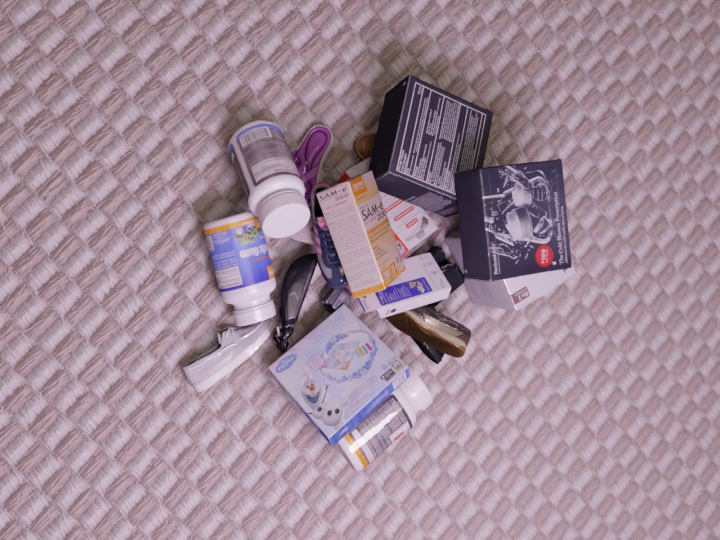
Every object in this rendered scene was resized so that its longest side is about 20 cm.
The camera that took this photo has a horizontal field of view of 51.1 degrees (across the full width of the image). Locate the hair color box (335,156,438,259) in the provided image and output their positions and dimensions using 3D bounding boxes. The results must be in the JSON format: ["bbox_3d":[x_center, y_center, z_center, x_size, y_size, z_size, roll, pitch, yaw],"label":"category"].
[{"bbox_3d":[0.051,-0.124,1.507,0.201,0.064,0.110,50,47,7],"label":"hair color box"}]

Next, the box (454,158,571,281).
[{"bbox_3d":[0.283,-0.093,1.400,0.178,0.104,0.206,-9,94,-19],"label":"box"}]

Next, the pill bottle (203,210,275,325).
[{"bbox_3d":[-0.224,-0.004,1.441,0.110,0.112,0.205,-16,96,-17],"label":"pill bottle"}]

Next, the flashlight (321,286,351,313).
[{"bbox_3d":[0.000,0.000,1.536,0.201,0.067,0.068,-53,140,-15],"label":"flashlight"}]

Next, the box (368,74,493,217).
[{"bbox_3d":[0.133,-0.238,1.469,0.194,0.123,0.205,19,77,-22],"label":"box"}]

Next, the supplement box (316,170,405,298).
[{"bbox_3d":[0.005,-0.069,1.387,0.072,0.126,0.204,-16,100,25],"label":"supplement box"}]

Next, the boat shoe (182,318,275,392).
[{"bbox_3d":[-0.256,0.148,1.462,0.198,0.072,0.069,-38,102,-5],"label":"boat shoe"}]

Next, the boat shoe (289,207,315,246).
[{"bbox_3d":[-0.093,-0.081,1.512,0.197,0.093,0.076,26,87,12],"label":"boat shoe"}]

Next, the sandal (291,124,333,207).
[{"bbox_3d":[-0.113,-0.207,1.482,0.080,0.050,0.207,13,67,11],"label":"sandal"}]

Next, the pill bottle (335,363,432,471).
[{"bbox_3d":[0.036,0.278,1.442,0.198,0.116,0.118,-36,101,-13],"label":"pill bottle"}]

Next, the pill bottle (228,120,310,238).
[{"bbox_3d":[-0.169,-0.170,1.410,0.111,0.115,0.203,-14,61,-17],"label":"pill bottle"}]

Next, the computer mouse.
[{"bbox_3d":[-0.138,0.054,1.478,0.052,0.139,0.204,19,76,0],"label":"computer mouse"}]

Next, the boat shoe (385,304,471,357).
[{"bbox_3d":[0.131,0.102,1.515,0.197,0.074,0.065,32,58,7],"label":"boat shoe"}]

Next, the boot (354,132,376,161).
[{"bbox_3d":[0.086,-0.248,1.560,0.195,0.075,0.076,9,90,-17],"label":"boot"}]

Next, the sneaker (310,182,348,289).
[{"bbox_3d":[-0.062,-0.067,1.415,0.068,0.082,0.205,-13,81,7],"label":"sneaker"}]

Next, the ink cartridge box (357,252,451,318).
[{"bbox_3d":[0.073,0.032,1.489,0.196,0.040,0.101,-13,54,-22],"label":"ink cartridge box"}]

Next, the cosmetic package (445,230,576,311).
[{"bbox_3d":[0.309,-0.031,1.572,0.163,0.199,0.168,-29,100,-16],"label":"cosmetic package"}]

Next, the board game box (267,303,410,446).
[{"bbox_3d":[-0.041,0.192,1.423,0.199,0.199,0.044,-38,146,-16],"label":"board game box"}]

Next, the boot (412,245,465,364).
[{"bbox_3d":[0.162,0.070,1.589,0.167,0.076,0.202,-37,96,-10],"label":"boot"}]
